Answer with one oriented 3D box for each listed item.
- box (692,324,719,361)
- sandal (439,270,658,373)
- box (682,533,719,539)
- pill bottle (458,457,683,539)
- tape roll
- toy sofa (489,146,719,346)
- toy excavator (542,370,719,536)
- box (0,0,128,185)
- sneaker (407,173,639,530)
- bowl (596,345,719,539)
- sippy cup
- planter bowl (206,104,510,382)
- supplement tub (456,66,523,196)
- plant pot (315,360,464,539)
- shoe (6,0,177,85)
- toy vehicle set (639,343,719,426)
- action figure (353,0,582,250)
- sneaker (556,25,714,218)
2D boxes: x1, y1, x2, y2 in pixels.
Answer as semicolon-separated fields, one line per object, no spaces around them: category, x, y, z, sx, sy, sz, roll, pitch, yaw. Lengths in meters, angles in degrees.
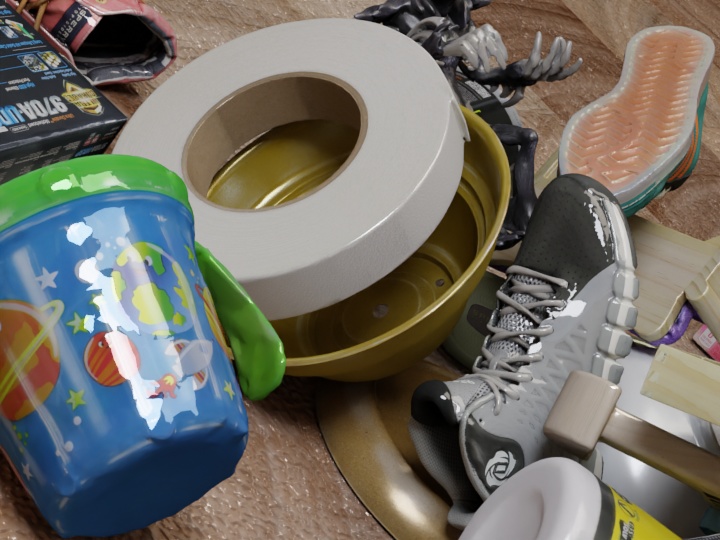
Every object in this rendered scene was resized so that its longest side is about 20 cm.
box;0.380;0.080;1.625;0.200;0.095;0.103;44;22;10
sandal;0.137;0.060;1.287;0.200;0.080;0.057;23;-18;-20
box;0.079;0.189;0.800;0.044;0.200;0.160;50;23;24
pill bottle;0.144;0.191;1.009;0.200;0.113;0.113;37;22;-16
tape roll;-0.042;-0.059;1.098;0.203;0.202;0.037;-116;-178;-46
toy sofa;0.170;0.004;1.255;0.200;0.098;0.083;27;-18;52
toy excavator;0.208;0.124;1.043;0.194;0.100;0.200;23;-11;31
box;-0.233;-0.106;1.067;0.159;0.046;0.200;43;22;7
sneaker;0.080;0.045;1.055;0.115;0.202;0.075;6;-2;-39
bowl;0.190;0.121;1.177;0.201;0.090;0.202;39;33;-32
sippy cup;-0.115;0.041;0.883;0.177;0.140;0.131;-22;66;-16
planter bowl;0.000;0.000;1.118;0.084;0.199;0.201;62;3;-41
supplement tub;0.026;-0.066;1.301;0.122;0.123;0.200;43;21;10
plant pot;0.062;0.115;1.144;0.199;0.028;0.200;33;24;-16
shoe;-0.196;-0.175;1.221;0.199;0.072;0.091;18;24;-51
toy vehicle set;0.228;0.079;1.022;0.124;0.027;0.200;22;2;24
action figure;0.071;-0.113;1.184;0.118;0.102;0.201;-14;83;-48
sneaker;0.167;-0.068;1.188;0.071;0.080;0.200;13;36;20
